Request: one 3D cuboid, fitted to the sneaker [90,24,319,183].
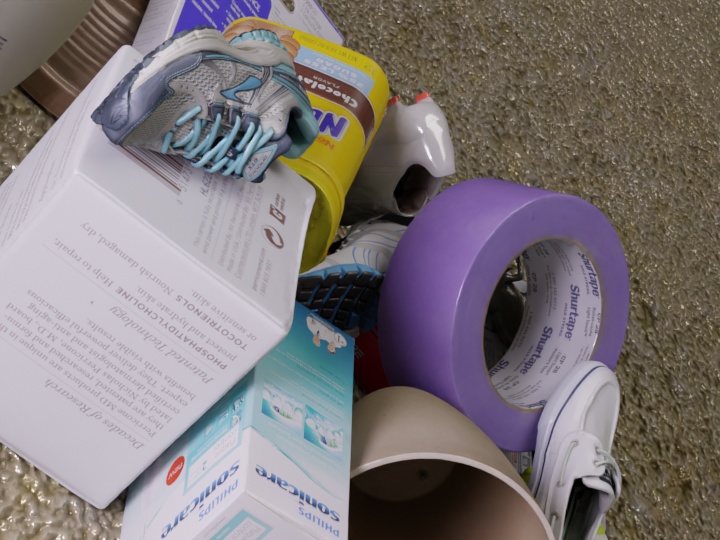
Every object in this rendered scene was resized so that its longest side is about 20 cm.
[{"bbox_3d":[-0.083,-0.096,1.173,0.087,0.078,0.200,55,29,7],"label":"sneaker"}]

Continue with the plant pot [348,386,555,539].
[{"bbox_3d":[0.032,0.167,1.348,0.187,0.187,0.200,38,14,-17],"label":"plant pot"}]

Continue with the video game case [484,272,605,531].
[{"bbox_3d":[0.143,0.106,1.634,0.181,0.023,0.202,27,53,-38],"label":"video game case"}]

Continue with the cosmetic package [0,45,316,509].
[{"bbox_3d":[-0.157,0.004,1.233,0.166,0.200,0.168,36,31,-18],"label":"cosmetic package"}]

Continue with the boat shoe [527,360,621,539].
[{"bbox_3d":[0.167,0.163,1.453,0.073,0.066,0.201,38,65,-39],"label":"boat shoe"}]

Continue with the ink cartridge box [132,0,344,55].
[{"bbox_3d":[-0.099,-0.168,1.541,0.198,0.043,0.201,51,48,-43],"label":"ink cartridge box"}]

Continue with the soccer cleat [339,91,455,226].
[{"bbox_3d":[0.019,-0.069,1.548,0.069,0.200,0.078,-12,73,-25],"label":"soccer cleat"}]

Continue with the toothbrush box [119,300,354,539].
[{"bbox_3d":[-0.080,0.130,1.242,0.085,0.146,0.201,32,33,-23],"label":"toothbrush box"}]

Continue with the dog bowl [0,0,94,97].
[{"bbox_3d":[-0.276,-0.171,1.287,0.079,0.200,0.200,53,29,7],"label":"dog bowl"}]

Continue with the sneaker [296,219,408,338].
[{"bbox_3d":[0.000,0.000,1.507,0.199,0.075,0.087,-5,47,-44],"label":"sneaker"}]

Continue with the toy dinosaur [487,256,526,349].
[{"bbox_3d":[0.145,0.044,1.613,0.088,0.047,0.202,-22,91,-33],"label":"toy dinosaur"}]

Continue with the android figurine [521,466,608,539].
[{"bbox_3d":[0.155,0.245,1.514,0.181,0.041,0.201,2,58,-47],"label":"android figurine"}]

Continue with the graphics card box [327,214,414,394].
[{"bbox_3d":[0.028,0.021,1.620,0.126,0.051,0.200,50,30,4],"label":"graphics card box"}]

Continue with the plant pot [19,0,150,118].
[{"bbox_3d":[-0.202,-0.205,1.542,0.200,0.093,0.202,34,31,-23],"label":"plant pot"}]

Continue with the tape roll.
[{"bbox_3d":[0.113,0.033,1.490,0.199,0.202,0.085,15,0,-44],"label":"tape roll"}]

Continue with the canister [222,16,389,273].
[{"bbox_3d":[-0.067,-0.096,1.384,0.147,0.087,0.200,20,33,3],"label":"canister"}]
